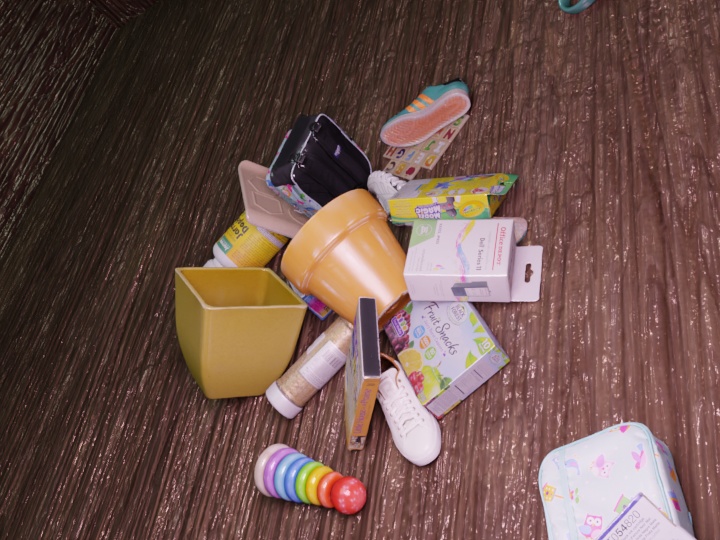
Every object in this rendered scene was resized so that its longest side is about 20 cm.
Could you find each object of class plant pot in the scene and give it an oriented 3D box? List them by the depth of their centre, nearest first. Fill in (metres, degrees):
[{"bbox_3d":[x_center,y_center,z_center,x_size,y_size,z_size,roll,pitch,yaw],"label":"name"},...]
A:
[{"bbox_3d":[0.000,0.000,1.368,0.200,0.200,0.183,-45,74,5],"label":"plant pot"},{"bbox_3d":[-0.233,0.121,1.519,0.194,0.194,0.202,38,123,54],"label":"plant pot"}]

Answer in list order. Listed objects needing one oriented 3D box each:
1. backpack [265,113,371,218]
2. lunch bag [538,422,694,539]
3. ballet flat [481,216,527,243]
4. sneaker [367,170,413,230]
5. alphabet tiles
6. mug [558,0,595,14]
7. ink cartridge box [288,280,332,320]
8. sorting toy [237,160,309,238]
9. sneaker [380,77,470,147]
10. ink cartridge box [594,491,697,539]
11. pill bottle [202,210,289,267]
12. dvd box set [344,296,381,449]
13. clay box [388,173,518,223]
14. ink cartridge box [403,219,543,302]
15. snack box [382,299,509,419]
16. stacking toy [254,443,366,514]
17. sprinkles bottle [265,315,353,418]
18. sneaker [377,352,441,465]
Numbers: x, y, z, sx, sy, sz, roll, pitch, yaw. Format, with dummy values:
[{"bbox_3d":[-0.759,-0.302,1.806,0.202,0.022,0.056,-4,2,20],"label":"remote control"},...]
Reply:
[{"bbox_3d":[-0.078,-0.192,1.646,0.150,0.199,0.179,-1,60,51],"label":"backpack"},{"bbox_3d":[0.283,0.284,0.925,0.159,0.077,0.201,-27,41,28],"label":"lunch bag"},{"bbox_3d":[0.176,-0.046,1.351,0.199,0.067,0.069,-27,42,27],"label":"ballet flat"},{"bbox_3d":[0.065,-0.132,1.552,0.082,0.075,0.200,-59,35,0],"label":"sneaker"},{"bbox_3d":[0.129,-0.269,1.658,0.201,0.006,0.166,-54,36,-7],"label":"alphabet tiles"},{"bbox_3d":[0.438,-0.578,1.511,0.151,0.186,0.114,-30,39,-14],"label":"mug"},{"bbox_3d":[-0.043,-0.026,1.558,0.200,0.076,0.137,-45,36,8],"label":"ink cartridge box"},{"bbox_3d":[-0.166,-0.135,1.709,0.037,0.184,0.201,-55,31,30],"label":"sorting toy"},{"bbox_3d":[0.130,-0.316,1.643,0.199,0.071,0.080,-23,38,24],"label":"sneaker"},{"bbox_3d":[0.284,0.357,0.801,0.200,0.041,0.200,-47,72,3],"label":"ink cartridge box"},{"bbox_3d":[-0.243,-0.049,1.762,0.200,0.113,0.113,-47,35,3],"label":"pill bottle"},{"bbox_3d":[0.001,0.160,1.260,0.029,0.201,0.147,3,48,-7],"label":"dvd box set"},{"bbox_3d":[0.159,-0.121,1.380,0.198,0.048,0.115,0,23,25],"label":"clay box"},{"bbox_3d":[0.175,-0.016,1.260,0.198,0.068,0.118,0,50,17],"label":"ink cartridge box"},{"bbox_3d":[0.127,0.110,1.272,0.142,0.053,0.201,-41,36,9],"label":"snack box"},{"bbox_3d":[-0.073,0.330,1.267,0.199,0.085,0.086,6,62,44],"label":"stacking toy"},{"bbox_3d":[-0.074,0.164,1.424,0.200,0.068,0.068,-46,36,4],"label":"sprinkles bottle"},{"bbox_3d":[0.055,0.204,1.237,0.073,0.085,0.201,-39,38,10],"label":"sneaker"}]
